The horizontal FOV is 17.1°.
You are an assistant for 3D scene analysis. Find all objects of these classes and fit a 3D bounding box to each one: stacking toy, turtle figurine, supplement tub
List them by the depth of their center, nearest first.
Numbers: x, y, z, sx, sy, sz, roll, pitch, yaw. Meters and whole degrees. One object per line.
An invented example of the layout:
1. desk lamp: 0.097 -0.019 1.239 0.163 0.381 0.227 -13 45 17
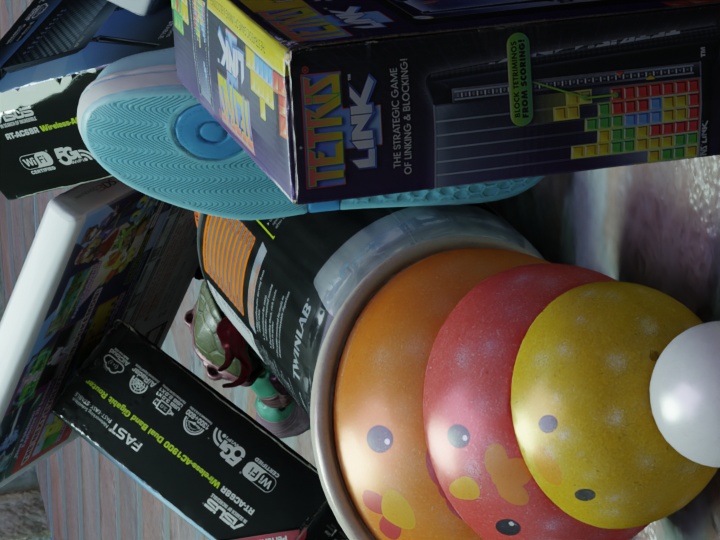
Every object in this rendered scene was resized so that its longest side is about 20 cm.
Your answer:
1. stacking toy: 0.084 0.046 0.858 0.200 0.145 0.147 -18 80 60
2. supplement tub: 0.000 0.000 1.087 0.200 0.122 0.123 -133 36 -57
3. turtle figurine: -0.057 0.029 1.455 0.200 0.100 0.151 100 158 -68

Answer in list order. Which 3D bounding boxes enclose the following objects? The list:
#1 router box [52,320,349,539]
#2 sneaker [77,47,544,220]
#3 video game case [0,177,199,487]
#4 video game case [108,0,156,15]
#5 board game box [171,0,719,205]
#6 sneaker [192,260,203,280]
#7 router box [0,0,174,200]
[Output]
1. router box: -0.073 0.114 1.312 0.150 0.062 0.200 37 174 15
2. sneaker: -0.019 -0.092 1.010 0.080 0.198 0.131 101 168 -49
3. video game case: -0.141 0.020 1.275 0.023 0.182 0.201 35 120 14
4. video game case: -0.064 -0.247 1.121 0.200 0.045 0.182 -68 3 -49
5. board game box: 0.030 -0.082 0.859 0.200 0.164 0.057 -132 36 -68
6. sneaker: -0.044 -0.011 1.354 0.200 0.086 0.074 49 125 51
7. router box: -0.093 -0.127 1.185 0.062 0.149 0.200 60 -141 -28
